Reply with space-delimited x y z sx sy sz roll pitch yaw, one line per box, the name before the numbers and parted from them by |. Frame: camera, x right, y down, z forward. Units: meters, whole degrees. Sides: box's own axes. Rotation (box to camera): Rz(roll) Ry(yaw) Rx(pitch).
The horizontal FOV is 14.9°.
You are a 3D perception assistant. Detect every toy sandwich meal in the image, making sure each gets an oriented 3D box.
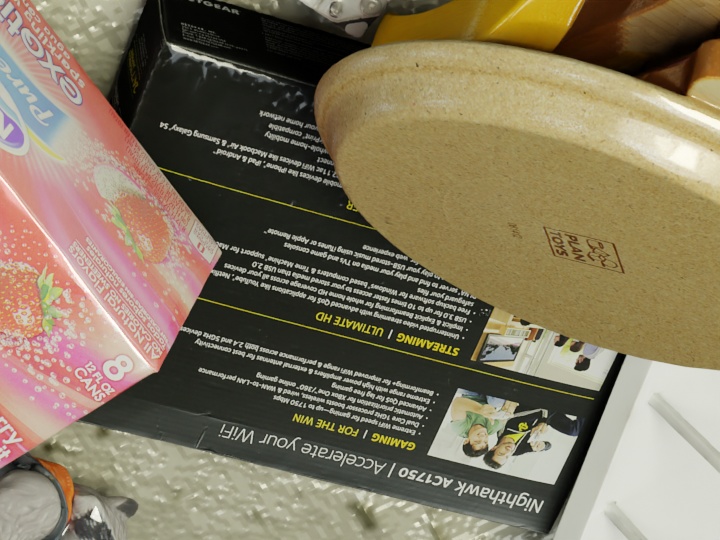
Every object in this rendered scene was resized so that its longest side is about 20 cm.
toy sandwich meal | 0.082 -0.037 0.831 0.205 0.205 0.070 30 70 -22

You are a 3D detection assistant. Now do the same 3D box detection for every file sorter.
file sorter | 0.173 0.067 0.948 0.138 0.125 0.200 -2 123 -36

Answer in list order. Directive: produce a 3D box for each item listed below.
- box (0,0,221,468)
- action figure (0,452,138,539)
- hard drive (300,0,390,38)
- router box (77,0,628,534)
box | -0.147 -0.041 0.851 0.102 0.095 0.200 -31 105 21
action figure | -0.142 0.086 0.924 0.193 0.200 0.105 14 81 -49
hard drive | 0.005 -0.187 0.832 0.140 0.038 0.200 34 106 -21
router box | 0.000 0.000 0.952 0.199 0.051 0.149 15 117 -16
